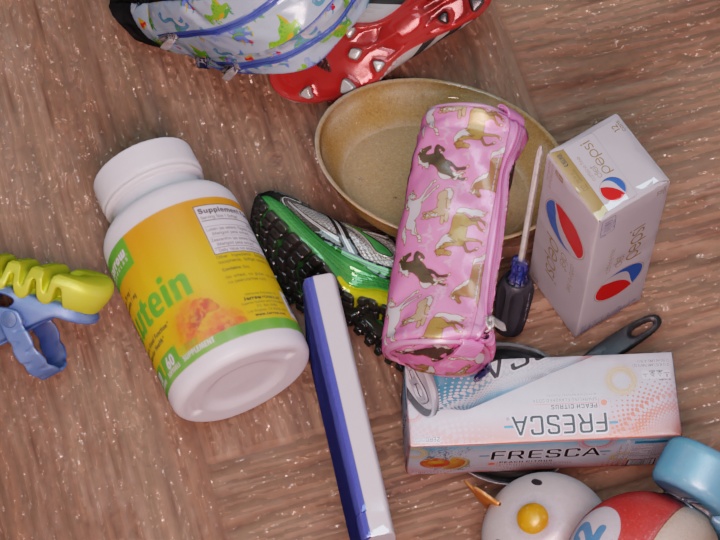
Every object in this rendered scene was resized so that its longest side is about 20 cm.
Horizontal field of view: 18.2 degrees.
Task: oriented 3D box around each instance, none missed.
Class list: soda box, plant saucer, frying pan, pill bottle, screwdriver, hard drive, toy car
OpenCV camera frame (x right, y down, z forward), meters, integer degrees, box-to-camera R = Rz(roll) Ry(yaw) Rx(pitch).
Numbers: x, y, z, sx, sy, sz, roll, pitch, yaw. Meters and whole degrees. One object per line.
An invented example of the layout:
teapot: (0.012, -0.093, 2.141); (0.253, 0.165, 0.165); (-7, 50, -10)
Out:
soda box: (0.173, -0.030, 1.655); (0.064, 0.200, 0.068); (-29, 68, -14)
plant saucer: (0.061, -0.075, 1.739); (0.200, 0.035, 0.200); (7, 40, -6)
frying pan: (0.131, 0.082, 1.694); (0.115, 0.031, 0.190); (32, 65, 12)
pill bottle: (-0.127, 0.003, 1.688); (0.111, 0.111, 0.200); (-22, 66, -11)
screwdriver: (0.117, -0.019, 1.653); (0.029, 0.200, 0.028); (-24, 54, -18)
hard drive: (-0.009, 0.120, 1.619); (0.025, 0.132, 0.200); (-11, 64, -5)
soda box: (0.131, 0.104, 1.636); (0.200, 0.064, 0.069); (-2, 66, -3)
toy car: (0.148, 0.194, 1.576); (0.200, 0.177, 0.185); (24, 77, 25)

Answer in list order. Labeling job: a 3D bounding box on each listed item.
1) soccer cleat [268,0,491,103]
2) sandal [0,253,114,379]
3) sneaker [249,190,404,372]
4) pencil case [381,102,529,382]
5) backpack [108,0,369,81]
soccer cleat: (0.020, -0.193, 1.813); (0.200, 0.085, 0.069); (-29, 93, 10)
sandal: (-0.288, 0.026, 1.699); (0.200, 0.079, 0.087); (14, 99, 18)
sneaker: (0.000, 0.000, 1.720); (0.200, 0.078, 0.085); (34, 54, 12)
pencil case: (0.069, -0.024, 1.609); (0.086, 0.083, 0.200); (8, 68, 2)
backpack: (-0.085, -0.229, 1.760); (0.163, 0.200, 0.154); (-46, 102, -19)
